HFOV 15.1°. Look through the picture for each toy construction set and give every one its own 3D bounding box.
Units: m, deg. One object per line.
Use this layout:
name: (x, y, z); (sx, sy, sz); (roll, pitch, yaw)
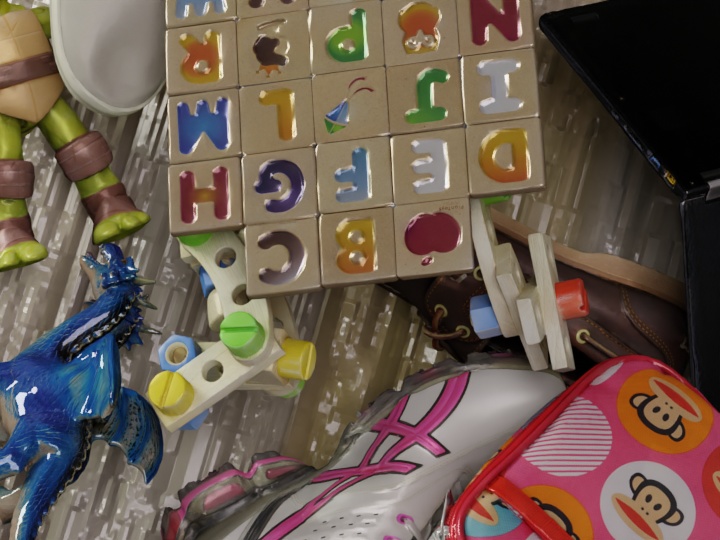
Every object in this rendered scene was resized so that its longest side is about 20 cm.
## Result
toy construction set: (0.000, 0.000, 1.213); (0.200, 0.092, 0.131); (-6, 64, 0)

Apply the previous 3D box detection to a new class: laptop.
laptop: (0.198, -0.035, 1.320); (0.187, 0.116, 0.200); (-14, 52, -30)

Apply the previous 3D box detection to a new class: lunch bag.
lunch bag: (0.125, 0.153, 1.179); (0.200, 0.082, 0.176); (44, 59, 9)

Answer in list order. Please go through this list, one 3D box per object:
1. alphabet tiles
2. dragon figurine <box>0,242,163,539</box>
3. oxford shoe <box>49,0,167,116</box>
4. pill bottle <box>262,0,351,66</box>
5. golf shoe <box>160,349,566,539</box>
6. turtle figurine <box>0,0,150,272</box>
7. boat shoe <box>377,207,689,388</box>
alphabet tiles: (-0.005, -0.087, 1.199); (0.166, 0.006, 0.200); (-6, 69, 9)
dragon figurine: (-0.124, 0.066, 1.209); (0.099, 0.059, 0.200); (-20, 39, 0)
oxford shoe: (-0.090, -0.168, 1.259); (0.075, 0.058, 0.200); (24, 79, -29)
pill bottle: (0.000, -0.163, 1.292); (0.113, 0.113, 0.200); (14, 77, -5)
golf shoe: (0.014, 0.110, 1.246); (0.200, 0.073, 0.092); (-27, 51, -6)
turtle figurine: (-0.169, -0.083, 1.273); (0.200, 0.064, 0.161); (-17, 90, -33)
boat shoe: (0.064, 0.012, 1.288); (0.200, 0.070, 0.070); (20, 73, -4)
